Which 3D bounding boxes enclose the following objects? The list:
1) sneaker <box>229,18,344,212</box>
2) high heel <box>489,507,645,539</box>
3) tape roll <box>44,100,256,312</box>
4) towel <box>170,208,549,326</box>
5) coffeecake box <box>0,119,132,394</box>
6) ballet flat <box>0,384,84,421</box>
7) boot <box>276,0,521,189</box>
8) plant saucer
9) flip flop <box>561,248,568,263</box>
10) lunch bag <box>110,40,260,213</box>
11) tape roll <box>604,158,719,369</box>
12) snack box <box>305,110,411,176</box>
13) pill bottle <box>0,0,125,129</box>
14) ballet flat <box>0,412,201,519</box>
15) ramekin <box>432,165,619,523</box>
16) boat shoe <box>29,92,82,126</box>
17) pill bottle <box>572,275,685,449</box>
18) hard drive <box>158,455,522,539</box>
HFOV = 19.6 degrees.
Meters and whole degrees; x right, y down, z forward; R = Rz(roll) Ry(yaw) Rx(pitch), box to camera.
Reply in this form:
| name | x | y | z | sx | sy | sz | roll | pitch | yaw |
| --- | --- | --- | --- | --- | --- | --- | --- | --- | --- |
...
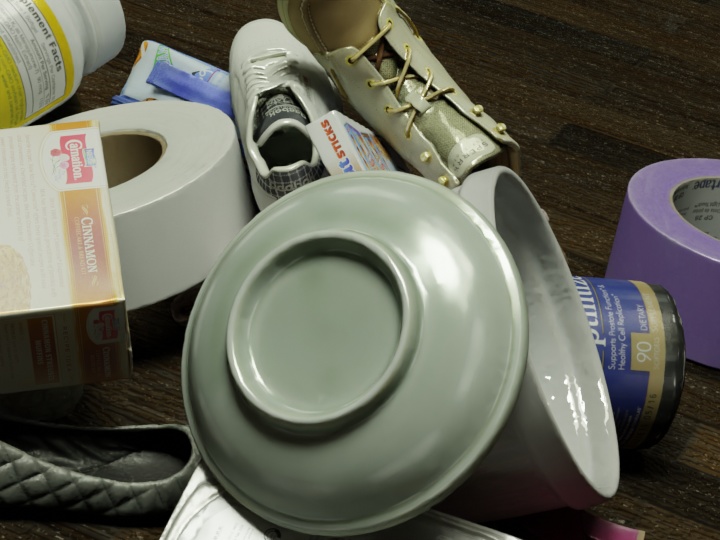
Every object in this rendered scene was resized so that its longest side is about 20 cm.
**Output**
| name | x | y | z | sx | sy | sz | roll | pitch | yaw |
| --- | --- | --- | --- | --- | --- | --- | --- | --- | --- |
| sneaker | -0.051 | -0.108 | 1.400 | 0.076 | 0.081 | 0.200 | -18 | 50 | 2 |
| high heel | 0.100 | 0.180 | 1.157 | 0.096 | 0.067 | 0.200 | 14 | 27 | 9 |
| tape roll | -0.174 | -0.042 | 1.409 | 0.202 | 0.071 | 0.203 | -11 | 27 | 5 |
| towel | 0.000 | 0.000 | 1.401 | 0.200 | 0.032 | 0.191 | -7 | -7 | -33 |
| coffeecake box | -0.242 | -0.003 | 1.225 | 0.200 | 0.073 | 0.154 | -7 | 47 | -8 |
| ballet flat | -0.264 | 0.065 | 1.264 | 0.200 | 0.072 | 0.072 | 17 | 27 | 15 |
| boot | 0.031 | -0.121 | 1.376 | 0.155 | 0.072 | 0.200 | 50 | 0 | 31 |
| plant saucer | -0.013 | 0.035 | 1.088 | 0.200 | 0.200 | 0.050 | 28 | -6 | 30 |
| flip flop | 0.118 | -0.007 | 1.509 | 0.058 | 0.081 | 0.200 | -28 | 23 | 5 |
| lunch bag | -0.086 | -0.094 | 1.537 | 0.200 | 0.076 | 0.160 | 23 | -10 | 26 |
| tape roll | 0.289 | -0.004 | 1.570 | 0.200 | 0.085 | 0.200 | 8 | 27 | -4 |
| snack box | 0.012 | -0.059 | 1.384 | 0.024 | 0.072 | 0.200 | -28 | -9 | 9 |
| pill bottle | -0.268 | -0.146 | 1.464 | 0.114 | 0.114 | 0.200 | 28 | 48 | 30 |
| ballet flat | -0.154 | 0.107 | 1.213 | 0.200 | 0.057 | 0.066 | 1 | 29 | -19 |
| ramekin | 0.065 | 0.050 | 1.190 | 0.105 | 0.200 | 0.200 | -19 | 22 | 15 |
| boat shoe | -0.301 | -0.089 | 1.539 | 0.201 | 0.072 | 0.066 | -26 | 13 | -32 |
| pill bottle | 0.098 | 0.056 | 1.349 | 0.200 | 0.112 | 0.112 | 4 | 28 | -14 |
| hard drive | -0.014 | 0.177 | 1.089 | 0.200 | 0.038 | 0.140 | 19 | 55 | 12 |
